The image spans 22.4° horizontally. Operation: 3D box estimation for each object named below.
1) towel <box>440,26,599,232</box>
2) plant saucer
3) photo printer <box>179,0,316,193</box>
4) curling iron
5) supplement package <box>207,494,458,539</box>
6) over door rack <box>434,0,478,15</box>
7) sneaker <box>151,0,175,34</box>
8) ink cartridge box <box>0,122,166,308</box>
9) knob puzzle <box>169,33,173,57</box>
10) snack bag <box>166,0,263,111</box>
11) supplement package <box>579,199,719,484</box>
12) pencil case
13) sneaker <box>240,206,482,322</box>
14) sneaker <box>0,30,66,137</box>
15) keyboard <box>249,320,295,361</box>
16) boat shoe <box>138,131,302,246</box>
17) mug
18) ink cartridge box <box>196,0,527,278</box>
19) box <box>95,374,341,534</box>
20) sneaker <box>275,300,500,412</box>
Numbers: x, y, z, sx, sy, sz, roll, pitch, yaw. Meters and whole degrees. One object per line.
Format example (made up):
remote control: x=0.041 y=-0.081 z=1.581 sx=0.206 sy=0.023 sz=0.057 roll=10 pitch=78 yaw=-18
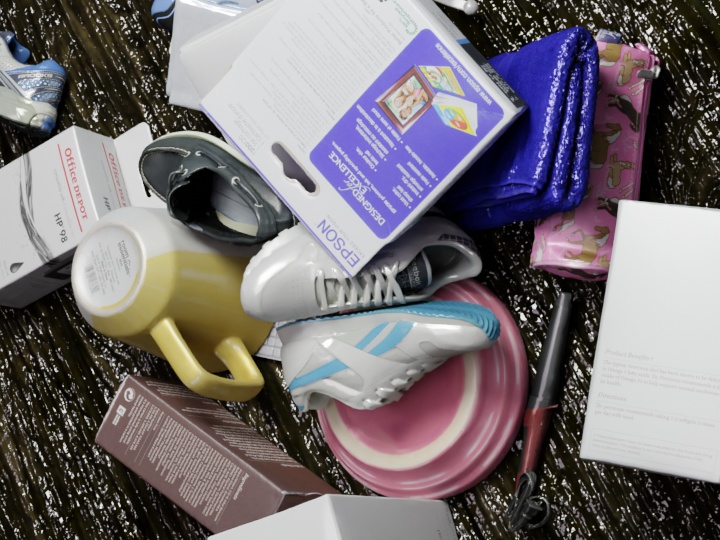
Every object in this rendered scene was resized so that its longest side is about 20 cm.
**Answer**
towel: x=0.122 y=-0.111 z=1.459 sx=0.200 sy=0.050 sz=0.148 roll=171 pitch=106 yaw=-69
plant saucer: x=0.043 y=0.093 z=1.534 sx=0.200 sy=0.051 sz=0.201 roll=-5 pitch=79 yaw=29
photo printer: x=-0.040 y=-0.136 z=1.538 sx=0.166 sy=0.069 sz=0.200 roll=-21 pitch=106 yaw=31
curling iron: x=0.151 y=0.116 z=1.478 sx=0.050 sy=0.026 sz=0.200 roll=-3 pitch=74 yaw=67
supplement package: x=-0.009 y=0.254 z=1.450 sx=0.120 sy=0.200 sz=0.121 roll=-23 pitch=72 yaw=25
over door rack: x=0.083 y=-0.228 z=1.524 sx=0.200 sy=0.067 sz=0.148 roll=20 pitch=93 yaw=64
sneaker: x=-0.122 y=-0.195 z=1.664 sx=0.200 sy=0.070 sz=0.078 roll=24 pitch=87 yaw=30
ink cartridge box: x=-0.284 y=-0.058 z=1.737 sx=0.200 sy=0.067 sz=0.116 roll=-28 pitch=69 yaw=24
knob puzzle: x=-0.071 y=-0.278 z=1.618 sx=0.219 sy=0.030 sz=0.220 roll=-4 pitch=75 yaw=16
snack bag: x=-0.077 y=-0.216 z=1.570 sx=0.188 sy=0.021 sz=0.200 roll=17 pitch=118 yaw=15
supplement package: x=0.254 y=0.056 z=1.378 sx=0.117 sy=0.117 sz=0.200 roll=8 pitch=87 yaw=32
pencil case: x=0.188 y=-0.089 z=1.463 sx=0.087 sy=0.083 sz=0.200 roll=175 pitch=103 yaw=-69
sneaker: x=0.000 y=0.000 z=1.483 sx=0.081 sy=0.200 sz=0.076 roll=-133 pitch=30 yaw=-52
sneaker: x=-0.372 y=-0.199 z=1.818 sx=0.200 sy=0.077 sz=0.085 roll=22 pitch=83 yaw=24
keyboard: x=-0.068 y=-0.020 z=1.639 sx=0.056 sy=0.011 sz=0.200 roll=9 pitch=86 yaw=31
boat shoe: x=-0.130 y=-0.063 z=1.541 sx=0.199 sy=0.066 sz=0.075 roll=28 pitch=125 yaw=34
mug: x=-0.159 y=0.015 z=1.598 sx=0.186 sy=0.153 sz=0.150 roll=22 pitch=94 yaw=34
ink cartridge box: x=-0.001 y=-0.131 z=1.436 sx=0.198 sy=0.043 sz=0.200 roll=49 pitch=115 yaw=8
box: x=-0.124 y=0.172 z=1.589 sx=0.200 sy=0.100 sz=0.075 roll=31 pitch=98 yaw=31
sneaker: x=0.026 y=0.069 z=1.482 sx=0.200 sy=0.076 sz=0.081 roll=-9 pitch=89 yaw=33
